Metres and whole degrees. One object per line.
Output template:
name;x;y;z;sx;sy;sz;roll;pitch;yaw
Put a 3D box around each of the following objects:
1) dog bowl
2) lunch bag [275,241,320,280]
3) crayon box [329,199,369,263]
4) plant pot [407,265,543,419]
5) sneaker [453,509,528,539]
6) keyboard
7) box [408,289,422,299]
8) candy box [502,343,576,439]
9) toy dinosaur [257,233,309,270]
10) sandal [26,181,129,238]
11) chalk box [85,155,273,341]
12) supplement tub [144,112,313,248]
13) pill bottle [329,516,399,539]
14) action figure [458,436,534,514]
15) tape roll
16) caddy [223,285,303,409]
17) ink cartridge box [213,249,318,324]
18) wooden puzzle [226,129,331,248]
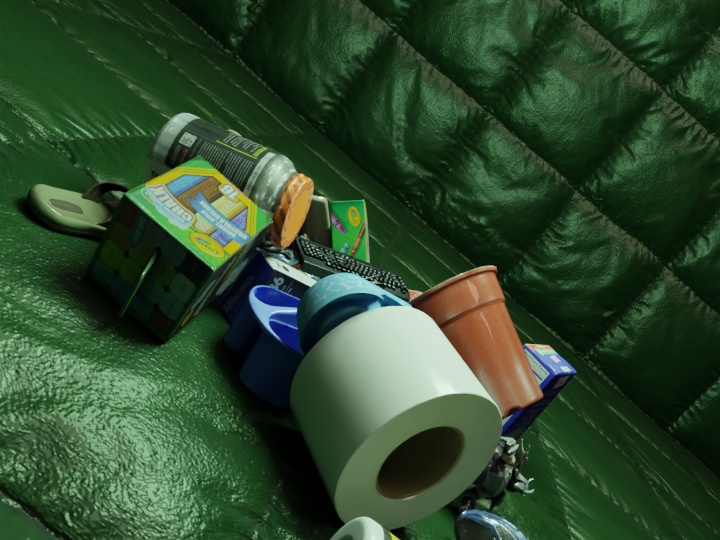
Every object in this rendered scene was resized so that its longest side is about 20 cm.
dog bowl;0.006;0.069;0.778;0.198;0.112;0.050;28;21;-42
lunch bag;-0.122;-0.021;1.131;0.159;0.076;0.200;35;15;-7
crayon box;-0.015;-0.042;1.137;0.057;0.122;0.200;-3;-5;2
plant pot;0.156;0.130;0.977;0.200;0.199;0.198;10;51;-63
sneaker;0.172;0.360;0.758;0.078;0.076;0.200;17;26;-50
keyboard;0.000;0.000;0.971;0.197;0.040;0.105;19;32;-31
box;0.024;0.072;1.116;0.098;0.098;0.199;10;1;25
candy box;0.265;0.223;1.145;0.077;0.201;0.168;46;15;26
toy dinosaur;-0.164;-0.067;1.007;0.198;0.106;0.182;-5;-48;45
sandal;-0.312;-0.077;0.829;0.080;0.058;0.200;45;15;18
chalk box;-0.210;-0.020;0.745;0.123;0.125;0.200;40;28;-1
supplement tub;-0.169;-0.114;0.876;0.197;0.125;0.122;25;12;8
pill bottle;0.049;0.300;0.529;0.199;0.112;0.111;38;14;-6
action figure;0.142;0.262;0.879;0.196;0.132;0.069;21;13;-10
tape roll;0.036;0.161;0.732;0.201;0.204;0.140;27;19;-41
caddy;-0.073;0.093;0.840;0.198;0.105;0.142;27;20;-44
ink cartridge box;-0.107;0.046;0.911;0.198;0.100;0.039;28;17;-38
wooden puzzle;-0.127;-0.125;1.062;0.198;0.037;0.186;36;-18;14
